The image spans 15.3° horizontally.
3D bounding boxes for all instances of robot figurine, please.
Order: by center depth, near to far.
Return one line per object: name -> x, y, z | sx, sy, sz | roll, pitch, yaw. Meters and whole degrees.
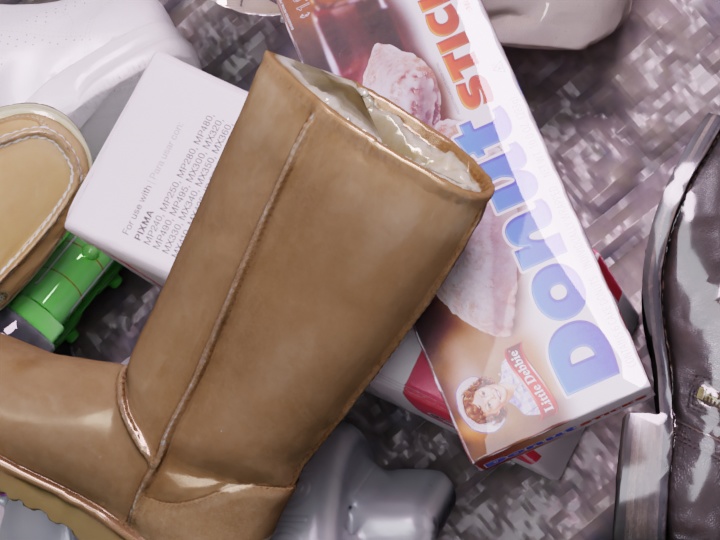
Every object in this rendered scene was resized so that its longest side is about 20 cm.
robot figurine -> -0.062, 0.117, 1.093 | 0.200, 0.113, 0.170 | -1, 98, 12

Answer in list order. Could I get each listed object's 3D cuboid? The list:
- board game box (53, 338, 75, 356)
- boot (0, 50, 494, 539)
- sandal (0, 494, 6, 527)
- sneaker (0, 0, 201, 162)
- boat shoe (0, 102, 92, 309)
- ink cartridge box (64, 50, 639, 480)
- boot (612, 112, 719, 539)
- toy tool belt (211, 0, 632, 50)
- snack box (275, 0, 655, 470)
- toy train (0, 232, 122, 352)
board game box -> -0.213, -0.032, 1.165 | 0.135, 0.028, 0.200 | -13, 77, -21
boot -> -0.065, 0.006, 0.991 | 0.175, 0.066, 0.200 | 32, 113, 10
sandal -> -0.177, 0.120, 1.153 | 0.082, 0.050, 0.203 | -21, 75, 7
sneaker -> -0.173, -0.070, 1.146 | 0.200, 0.075, 0.089 | -25, 60, -20
boat shoe -> -0.188, 0.012, 1.063 | 0.200, 0.076, 0.072 | -41, 101, 5
ink cartridge box -> 0.000, 0.000, 1.082 | 0.200, 0.145, 0.084 | 25, 86, 15
boot -> 0.197, 0.044, 1.079 | 0.174, 0.069, 0.200 | 7, 87, 9
toy tool belt -> 0.024, -0.168, 1.105 | 0.200, 0.125, 0.123 | 6, 109, -1
snack box -> 0.037, -0.030, 0.993 | 0.072, 0.024, 0.200 | -24, 73, 4
toy train -> -0.142, 0.026, 1.123 | 0.042, 0.056, 0.200 | 39, 66, -6
